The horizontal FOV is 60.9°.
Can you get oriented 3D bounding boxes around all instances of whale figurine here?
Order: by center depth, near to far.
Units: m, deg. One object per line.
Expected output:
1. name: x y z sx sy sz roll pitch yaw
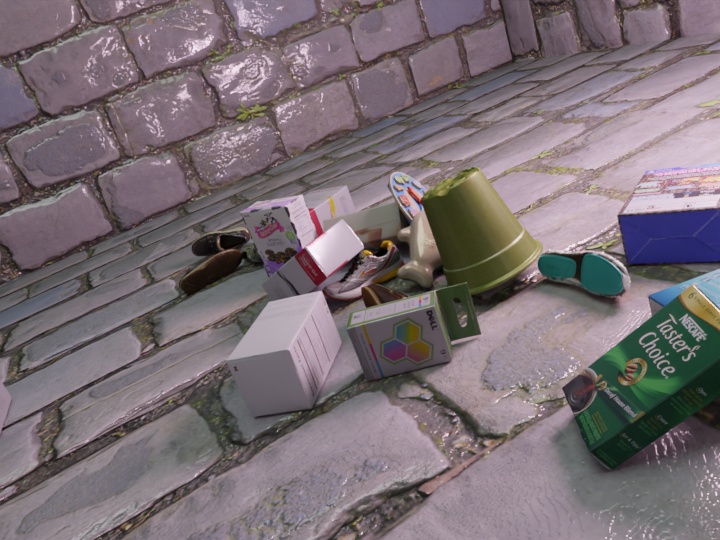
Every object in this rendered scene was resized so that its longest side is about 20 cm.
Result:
1. whale figurine: 0.150 -0.039 1.299 0.159 0.104 0.200 21 60 14

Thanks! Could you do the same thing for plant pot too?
1. plant pot: 0.207 -0.083 1.149 0.200 0.190 0.200 -29 11 6

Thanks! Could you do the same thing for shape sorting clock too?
1. shape sorting clock: 0.142 -0.154 1.441 0.039 0.200 0.200 -42 7 33

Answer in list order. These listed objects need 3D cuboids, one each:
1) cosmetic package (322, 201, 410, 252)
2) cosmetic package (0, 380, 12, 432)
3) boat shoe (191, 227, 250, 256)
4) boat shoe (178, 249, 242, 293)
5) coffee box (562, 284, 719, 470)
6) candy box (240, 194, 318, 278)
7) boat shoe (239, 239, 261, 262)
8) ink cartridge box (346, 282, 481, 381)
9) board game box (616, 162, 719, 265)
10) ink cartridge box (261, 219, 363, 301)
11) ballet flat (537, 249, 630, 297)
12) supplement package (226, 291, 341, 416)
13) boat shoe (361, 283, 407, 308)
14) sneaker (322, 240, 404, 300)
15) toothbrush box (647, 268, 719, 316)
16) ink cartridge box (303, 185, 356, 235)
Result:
1. cosmetic package: 0.021 -0.094 1.490 0.200 0.087 0.103 -12 -14 22
2. cosmetic package: -0.849 0.318 1.353 0.102 0.074 0.200 -26 23 -16
3. boat shoe: -0.452 -0.090 1.965 0.200 0.073 0.065 -18 18 5
4. boat shoe: -0.436 -0.006 1.765 0.200 0.073 0.065 -31 29 -25
5. coffee box: 0.327 0.116 0.682 0.200 0.044 0.123 -45 16 21
6. candy box: -0.189 -0.079 1.539 0.167 0.200 0.072 -3 27 40
7. boat shoe: -0.295 -0.049 1.769 0.062 0.072 0.200 -47 21 -17
8. ink cartridge box: 0.088 0.099 0.984 0.200 0.104 0.059 -16 22 12
9. board game box: 0.556 -0.100 1.051 0.159 0.097 0.200 -1 28 41
10. ink cartridge box: -0.109 -0.009 1.354 0.200 0.083 0.145 -35 5 45
11. ballet flat: 0.384 -0.004 1.026 0.072 0.072 0.200 -27 22 -18
12. supplement package: -0.125 0.140 1.061 0.117 0.118 0.200 -12 22 20
13. boat shoe: 0.063 0.072 1.129 0.070 0.071 0.200 -21 28 -15
14. sneaker: 0.000 0.000 1.338 0.200 0.082 0.078 -30 23 -22
15. toothbrush box: 0.488 0.057 0.748 0.200 0.085 0.146 -22 20 0
16. ink cartridge box: -0.118 -0.121 1.652 0.145 0.145 0.200 -2 28 40
